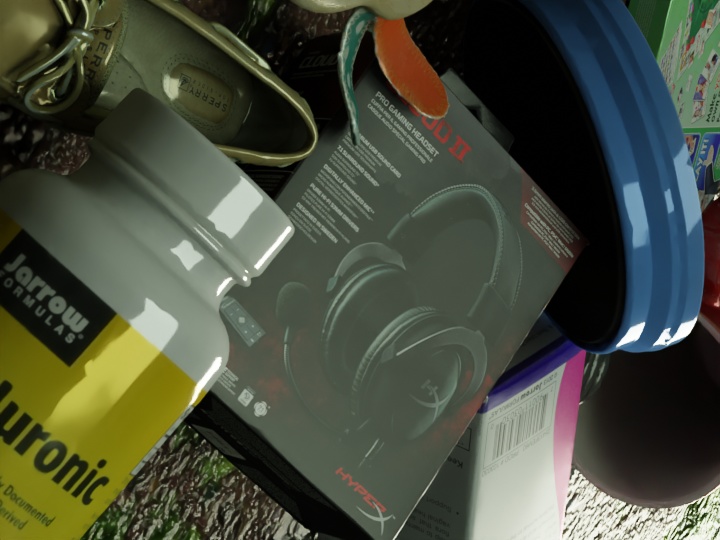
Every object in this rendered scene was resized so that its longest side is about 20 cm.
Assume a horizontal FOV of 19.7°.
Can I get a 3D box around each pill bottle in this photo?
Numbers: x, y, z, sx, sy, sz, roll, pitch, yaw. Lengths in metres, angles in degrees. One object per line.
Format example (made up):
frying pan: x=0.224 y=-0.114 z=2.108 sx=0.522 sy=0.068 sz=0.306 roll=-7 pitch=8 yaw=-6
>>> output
pill bottle: x=-0.119 y=0.033 z=0.766 sx=0.200 sy=0.111 sz=0.111 roll=-49 pitch=145 yaw=-6

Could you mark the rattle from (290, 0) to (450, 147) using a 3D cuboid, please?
rattle: x=-0.020 y=-0.160 z=0.843 sx=0.130 sy=0.142 sz=0.200 roll=-56 pitch=161 yaw=-21

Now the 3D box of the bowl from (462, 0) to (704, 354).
bowl: x=0.103 y=-0.053 z=1.013 sx=0.039 sy=0.201 sz=0.201 roll=-18 pitch=130 yaw=-13

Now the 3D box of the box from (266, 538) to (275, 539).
box: x=-0.014 y=0.274 z=1.021 sx=0.124 sy=0.196 sz=0.201 roll=-27 pitch=130 yaw=-47

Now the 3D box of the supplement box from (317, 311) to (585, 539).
supplement box: x=0.046 y=0.119 z=1.105 sx=0.101 sy=0.103 sz=0.201 roll=-27 pitch=129 yaw=-47

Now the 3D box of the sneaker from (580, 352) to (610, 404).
sneaker: x=0.112 y=0.000 z=1.167 sx=0.099 sy=0.071 sz=0.201 roll=-9 pitch=120 yaw=-57

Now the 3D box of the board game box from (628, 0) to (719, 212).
board game box: x=0.192 y=-0.108 z=1.250 sx=0.134 sy=0.029 sz=0.201 roll=-6 pitch=114 yaw=-54

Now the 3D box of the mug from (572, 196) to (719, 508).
mug: x=0.234 y=0.048 z=1.298 sx=0.178 sy=0.134 sz=0.200 roll=-48 pitch=163 yaw=30

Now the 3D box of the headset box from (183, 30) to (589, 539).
headset box: x=0.000 y=0.000 z=0.937 sx=0.149 sy=0.077 sz=0.200 roll=45 pitch=70 yaw=-27

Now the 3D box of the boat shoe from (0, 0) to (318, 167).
boat shoe: x=-0.093 y=-0.083 z=0.810 sx=0.200 sy=0.063 sz=0.073 roll=25 pitch=89 yaw=-55
